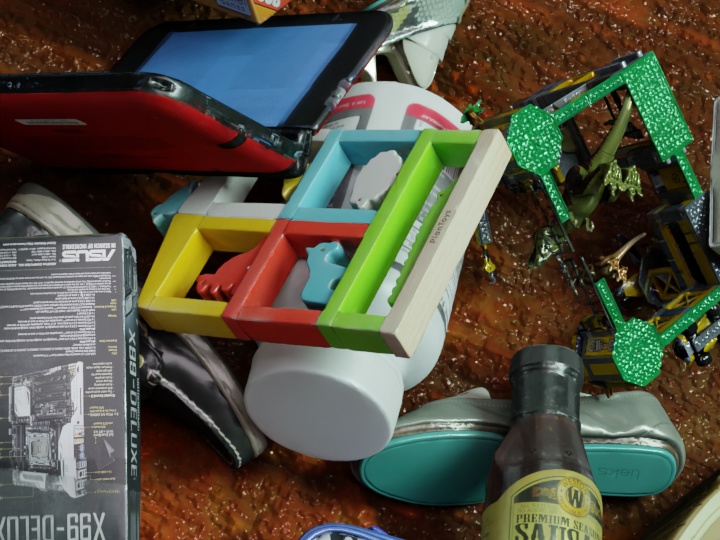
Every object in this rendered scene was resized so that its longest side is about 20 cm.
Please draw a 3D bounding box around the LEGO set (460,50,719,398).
[{"bbox_3d":[0.125,-0.028,0.888,0.154,0.116,0.201,-42,106,-27],"label":"LEGO set"}]

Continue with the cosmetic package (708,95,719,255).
[{"bbox_3d":[0.292,-0.024,0.902,0.199,0.073,0.104,30,57,-38],"label":"cosmetic package"}]

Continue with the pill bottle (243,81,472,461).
[{"bbox_3d":[0.000,0.000,0.845,0.110,0.111,0.201,19,52,-3],"label":"pill bottle"}]

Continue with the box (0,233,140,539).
[{"bbox_3d":[-0.209,0.065,0.748,0.198,0.050,0.159,-3,81,-3],"label":"box"}]

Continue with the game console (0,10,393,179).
[{"bbox_3d":[-0.113,-0.117,0.835,0.199,0.172,0.120,3,77,37],"label":"game console"}]

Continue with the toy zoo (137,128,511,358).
[{"bbox_3d":[-0.033,-0.020,0.784,0.199,0.021,0.132,3,52,36],"label":"toy zoo"}]

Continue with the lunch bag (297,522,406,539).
[{"bbox_3d":[0.034,0.218,0.793,0.198,0.076,0.161,16,62,-5],"label":"lunch bag"}]

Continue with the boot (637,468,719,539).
[{"bbox_3d":[0.219,0.189,0.813,0.155,0.072,0.199,54,34,10],"label":"boot"}]

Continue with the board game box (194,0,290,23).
[{"bbox_3d":[-0.085,-0.303,0.893,0.199,0.201,0.200,25,58,39],"label":"board game box"}]

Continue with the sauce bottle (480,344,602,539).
[{"bbox_3d":[0.092,0.133,0.778,0.065,0.066,0.202,9,58,-7],"label":"sauce bottle"}]

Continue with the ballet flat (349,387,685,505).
[{"bbox_3d":[0.087,0.097,0.874,0.198,0.068,0.064,2,38,-11],"label":"ballet flat"}]

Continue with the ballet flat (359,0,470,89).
[{"bbox_3d":[0.002,-0.136,0.958,0.199,0.069,0.072,-26,91,-17],"label":"ballet flat"}]

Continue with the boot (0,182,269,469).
[{"bbox_3d":[-0.162,0.067,0.822,0.200,0.073,0.151,46,70,1],"label":"boot"}]
